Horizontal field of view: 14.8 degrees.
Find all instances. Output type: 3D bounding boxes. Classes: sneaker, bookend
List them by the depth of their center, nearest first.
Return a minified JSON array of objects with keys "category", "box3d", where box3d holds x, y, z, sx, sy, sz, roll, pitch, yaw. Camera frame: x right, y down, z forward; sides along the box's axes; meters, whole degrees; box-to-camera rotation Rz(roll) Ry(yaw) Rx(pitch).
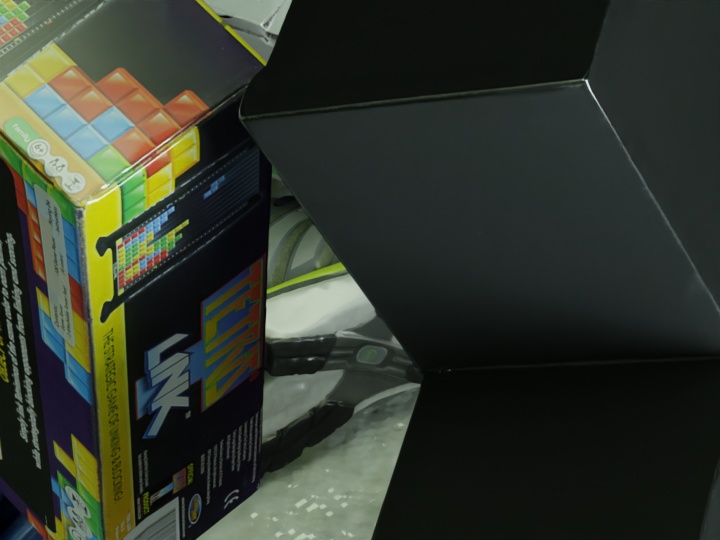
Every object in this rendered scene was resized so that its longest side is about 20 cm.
[{"category":"bookend","box3d":[0.037,0.020,0.562,0.092,0.199,0.200,-4,51,31]},{"category":"sneaker","box3d":[0.000,0.000,0.926,0.200,0.074,0.081,-21,44,-11]}]

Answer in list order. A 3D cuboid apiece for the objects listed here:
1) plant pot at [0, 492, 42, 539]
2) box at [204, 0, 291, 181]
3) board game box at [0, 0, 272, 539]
[{"category":"plant pot","box3d":[-0.214,0.048,0.844,0.200,0.180,0.200,28,58,30]},{"category":"box","box3d":[0.017,-0.115,0.902,0.200,0.097,0.177,21,66,34]},{"category":"board game box","box3d":[-0.094,-0.031,0.656,0.057,0.200,0.165,-37,69,-21]}]
